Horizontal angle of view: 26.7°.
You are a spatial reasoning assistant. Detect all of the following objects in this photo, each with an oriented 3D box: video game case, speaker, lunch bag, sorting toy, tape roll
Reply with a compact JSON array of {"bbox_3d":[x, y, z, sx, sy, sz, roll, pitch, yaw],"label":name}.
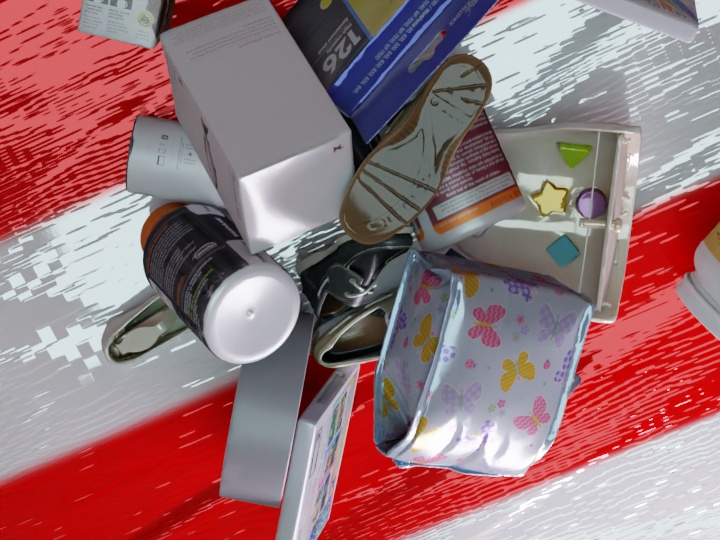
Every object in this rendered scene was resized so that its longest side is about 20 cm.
[{"bbox_3d":[-0.049,0.213,1.599,0.023,0.182,0.202,14,110,10],"label":"video game case"},{"bbox_3d":[-0.134,-0.103,1.541,0.198,0.081,0.082,8,110,-2],"label":"speaker"},{"bbox_3d":[0.107,0.095,1.465,0.168,0.127,0.202,10,99,-25],"label":"lunch bag"},{"bbox_3d":[0.186,-0.069,1.543,0.178,0.107,0.202,9,109,12],"label":"sorting toy"},{"bbox_3d":[0.216,-0.293,1.413,0.198,0.183,0.022,20,125,-6],"label":"video game case"},{"bbox_3d":[-0.096,0.138,1.563,0.065,0.201,0.202,10,110,-3],"label":"tape roll"}]

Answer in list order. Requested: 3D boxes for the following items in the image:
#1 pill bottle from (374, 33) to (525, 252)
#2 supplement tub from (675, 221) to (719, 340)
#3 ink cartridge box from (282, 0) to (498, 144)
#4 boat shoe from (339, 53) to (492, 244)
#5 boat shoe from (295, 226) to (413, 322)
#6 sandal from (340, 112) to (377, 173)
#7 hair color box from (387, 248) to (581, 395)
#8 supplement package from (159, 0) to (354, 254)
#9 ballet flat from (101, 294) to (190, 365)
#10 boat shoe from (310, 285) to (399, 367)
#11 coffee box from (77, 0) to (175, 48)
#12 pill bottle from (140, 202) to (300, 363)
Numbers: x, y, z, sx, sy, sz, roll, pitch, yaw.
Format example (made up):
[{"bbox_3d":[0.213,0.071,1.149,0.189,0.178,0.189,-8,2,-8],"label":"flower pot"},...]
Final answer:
[{"bbox_3d":[0.073,-0.129,1.490,0.113,0.114,0.202,-24,90,10],"label":"pill bottle"},{"bbox_3d":[0.428,-0.016,1.526,0.144,0.145,0.200,36,106,-11],"label":"supplement tub"},{"bbox_3d":[0.025,-0.251,1.427,0.047,0.201,0.198,31,109,-37],"label":"ink cartridge box"},{"bbox_3d":[0.053,-0.110,1.406,0.071,0.065,0.201,38,98,-5],"label":"boat shoe"},{"bbox_3d":[0.000,0.000,1.524,0.071,0.200,0.068,-3,76,-29],"label":"boat shoe"},{"bbox_3d":[-0.014,-0.136,1.488,0.042,0.201,0.076,-18,153,-23],"label":"sandal"},{"bbox_3d":[0.131,0.082,1.574,0.100,0.060,0.200,-47,119,-2],"label":"hair color box"},{"bbox_3d":[-0.096,-0.140,1.438,0.116,0.201,0.117,-22,146,-13],"label":"supplement package"},{"bbox_3d":[-0.191,0.043,1.603,0.199,0.070,0.070,-33,106,12],"label":"ballet flat"},{"bbox_3d":[0.042,0.056,1.600,0.198,0.069,0.075,-24,108,9],"label":"boat shoe"},{"bbox_3d":[-0.207,-0.327,1.446,0.079,0.113,0.202,12,110,-3],"label":"coffee box"},{"bbox_3d":[-0.149,0.002,1.496,0.105,0.200,0.107,-15,122,-26],"label":"pill bottle"}]
